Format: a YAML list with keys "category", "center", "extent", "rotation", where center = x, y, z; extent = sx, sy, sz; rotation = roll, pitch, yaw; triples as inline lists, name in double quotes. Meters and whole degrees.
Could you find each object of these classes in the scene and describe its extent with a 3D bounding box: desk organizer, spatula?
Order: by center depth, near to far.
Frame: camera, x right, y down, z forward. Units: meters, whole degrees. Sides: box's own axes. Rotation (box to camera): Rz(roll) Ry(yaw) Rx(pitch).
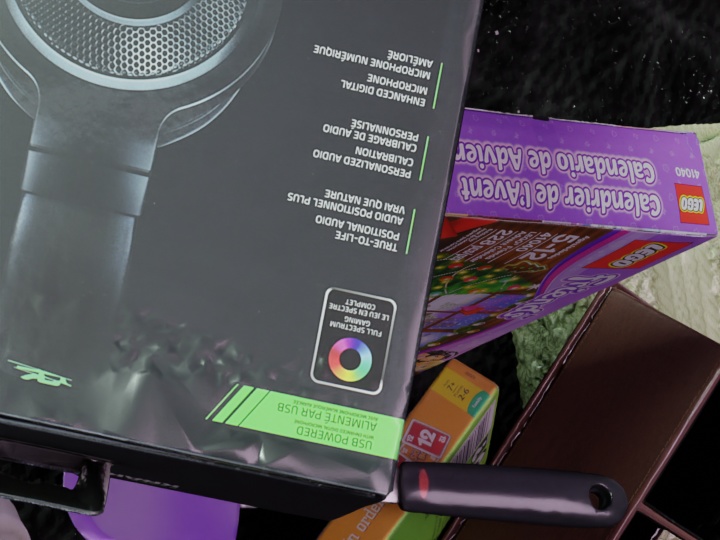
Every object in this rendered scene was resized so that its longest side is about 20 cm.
- category: "spatula"
  center: [-0.003, 0.076, 0.809]
  extent: [0.199, 0.021, 0.057]
  rotation: [4, 67, -9]
- category: "desk organizer"
  center: [0.084, 0.113, 0.891]
  extent: [0.072, 0.077, 0.200]
  rotation: [33, 89, -36]

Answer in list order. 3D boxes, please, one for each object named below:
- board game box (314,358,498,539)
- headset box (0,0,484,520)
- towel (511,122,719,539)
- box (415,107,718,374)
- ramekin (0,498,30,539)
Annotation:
- category: "board game box"
  center: [-0.016, 0.130, 0.851]
  extent: [0.200, 0.030, 0.096]
  rotation: [-55, 166, -23]
- category: "headset box"
  center: [-0.067, -0.038, 0.604]
  extent: [0.174, 0.093, 0.201]
  rotation: [13, 79, -8]
- category: "towel"
  center: [0.127, 0.041, 0.981]
  extent: [0.148, 0.036, 0.201]
  rotation: [-14, 102, -35]
- category: "box"
  center: [0.000, 0.000, 0.779]
  extent: [0.137, 0.200, 0.039]
  rotation: [3, 70, -37]
- category: "ramekin"
  center: [-0.168, 0.126, 0.658]
  extent: [0.202, 0.094, 0.203]
  rotation: [21, 90, -78]
